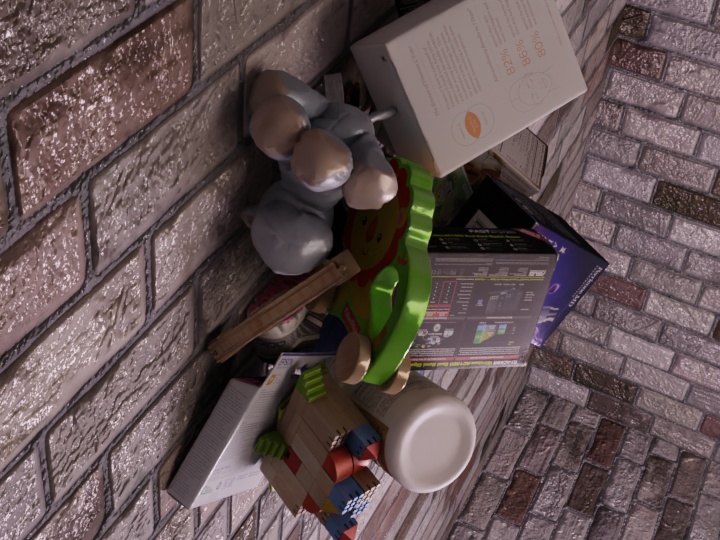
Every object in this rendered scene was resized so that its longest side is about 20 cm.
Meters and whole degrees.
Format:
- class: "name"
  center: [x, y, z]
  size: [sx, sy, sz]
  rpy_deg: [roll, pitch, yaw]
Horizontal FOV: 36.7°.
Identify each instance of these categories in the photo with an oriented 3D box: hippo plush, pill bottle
- class: "hippo plush"
  center: [-0.065, -0.092, 1.053]
  size: [0.162, 0.158, 0.201]
  rpy_deg: [-53, -160, 26]
- class: "pill bottle"
  center: [0.037, 0.167, 1.268]
  size: [0.113, 0.199, 0.116]
  rpy_deg: [-9, 109, -27]

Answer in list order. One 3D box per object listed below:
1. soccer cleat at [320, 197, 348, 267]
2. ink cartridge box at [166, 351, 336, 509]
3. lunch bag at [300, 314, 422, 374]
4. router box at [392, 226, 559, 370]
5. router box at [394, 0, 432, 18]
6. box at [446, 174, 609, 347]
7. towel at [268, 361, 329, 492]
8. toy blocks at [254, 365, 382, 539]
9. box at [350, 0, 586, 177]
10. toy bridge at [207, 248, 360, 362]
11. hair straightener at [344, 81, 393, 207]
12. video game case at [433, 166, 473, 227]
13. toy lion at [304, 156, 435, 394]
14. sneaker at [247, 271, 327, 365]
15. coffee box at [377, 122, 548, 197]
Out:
- class: "soccer cleat"
  center: [0.000, 0.000, 1.214]
  size: [0.201, 0.080, 0.068]
  rpy_deg: [56, 48, -20]
- class: "ink cartridge box"
  center: [-0.119, 0.168, 1.238]
  size: [0.202, 0.043, 0.196]
  rpy_deg: [-60, 164, 5]
- class: "lunch bag"
  center: [0.010, 0.075, 1.441]
  size: [0.135, 0.131, 0.203]
  rpy_deg: [12, 98, -51]
- class: "router box"
  center: [0.108, 0.032, 1.203]
  size: [0.062, 0.197, 0.152]
  rpy_deg: [-125, -139, -54]
- class: "router box"
  center: [0.118, -0.324, 1.278]
  size: [0.199, 0.052, 0.160]
  rpy_deg: [-33, 113, -46]
- class: "box"
  center: [0.193, -0.007, 1.349]
  size: [0.199, 0.105, 0.149]
  rpy_deg: [20, 113, -48]
- class: "towel"
  center: [-0.076, 0.193, 1.311]
  size: [0.086, 0.018, 0.201]
  rpy_deg: [-47, 161, -34]
- class: "toy blocks"
  center: [-0.037, 0.220, 1.218]
  size: [0.099, 0.137, 0.202]
  rpy_deg: [-18, 145, -40]
- class: "box"
  center: [0.115, -0.217, 1.162]
  size: [0.198, 0.106, 0.154]
  rpy_deg: [-30, 109, -13]
- class: "toy bridge"
  center: [-0.085, 0.041, 1.076]
  size: [0.199, 0.027, 0.067]
  rpy_deg: [-33, -179, 33]
- class: "hair straightener"
  center: [0.009, -0.122, 1.300]
  size: [0.041, 0.076, 0.203]
  rpy_deg: [-49, 154, -52]
- class: "video game case"
  center: [0.079, -0.037, 1.336]
  size: [0.182, 0.022, 0.201]
  rpy_deg: [-47, 138, -18]
- class: "toy lion"
  center: [0.022, -0.009, 1.077]
  size: [0.193, 0.068, 0.201]
  rpy_deg: [-62, -151, 21]
- class: "sneaker"
  center: [-0.065, 0.041, 1.270]
  size: [0.200, 0.073, 0.088]
  rpy_deg: [-44, 150, -46]
- class: "coffee box"
  center: [0.128, -0.163, 1.367]
  size: [0.199, 0.114, 0.081]
  rpy_deg: [36, 52, -28]
